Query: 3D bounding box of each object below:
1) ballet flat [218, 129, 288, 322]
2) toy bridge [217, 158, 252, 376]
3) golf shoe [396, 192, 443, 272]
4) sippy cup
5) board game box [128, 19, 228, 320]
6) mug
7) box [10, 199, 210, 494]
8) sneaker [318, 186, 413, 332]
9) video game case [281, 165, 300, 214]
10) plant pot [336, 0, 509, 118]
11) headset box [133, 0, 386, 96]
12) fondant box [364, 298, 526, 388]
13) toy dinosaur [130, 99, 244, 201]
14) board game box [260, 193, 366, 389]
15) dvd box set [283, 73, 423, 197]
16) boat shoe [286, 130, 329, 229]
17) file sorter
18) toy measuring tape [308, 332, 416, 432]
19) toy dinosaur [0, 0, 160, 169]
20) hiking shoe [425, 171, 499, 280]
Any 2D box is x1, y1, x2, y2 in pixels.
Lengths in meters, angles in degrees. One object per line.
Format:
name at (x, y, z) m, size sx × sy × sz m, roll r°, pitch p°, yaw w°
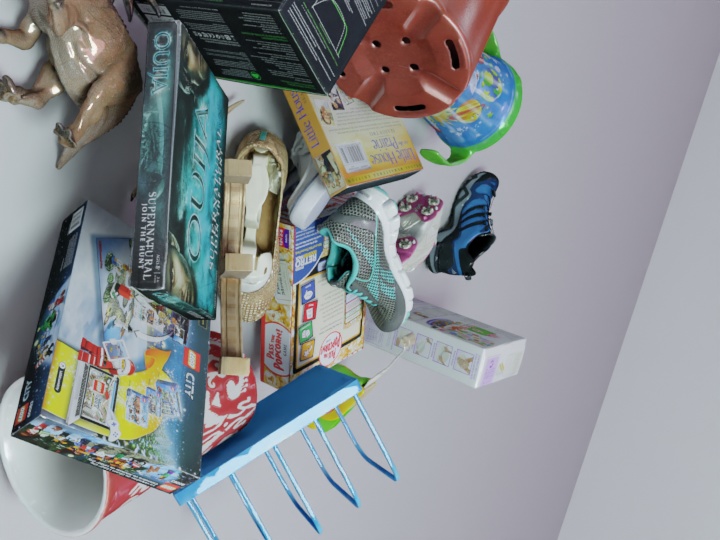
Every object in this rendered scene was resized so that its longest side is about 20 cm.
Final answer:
ballet flat at (-0.113, -0.041, 0.775) m, size 0.065 × 0.070 × 0.202 m, roll -107°, pitch -158°, yaw -81°
toy bridge at (-0.117, -0.004, 0.712) m, size 0.027 × 0.067 × 0.202 m, roll 2°, pitch 82°, yaw -15°
golf shoe at (0.055, -0.022, 1.053) m, size 0.200 × 0.075 × 0.092 m, roll -45°, pitch 143°, yaw -35°
sippy cup at (0.123, -0.239, 1.005) m, size 0.130 × 0.139 × 0.179 m, roll 18°, pitch 51°, yaw -48°
board game box at (-0.137, -0.070, 0.601) m, size 0.135 × 0.028 × 0.202 m, roll 67°, pitch 23°, yaw -77°
mug at (-0.190, 0.109, 0.680) m, size 0.200 × 0.133 × 0.179 m, roll -18°, pitch 122°, yaw -57°
box at (-0.183, 0.057, 0.605) m, size 0.136 × 0.038 × 0.201 m, roll 37°, pitch 34°, yaw -38°
sneaker at (0.000, 0.000, 0.869) m, size 0.091 × 0.077 × 0.201 m, roll -35°, pitch 131°, yaw -25°
video game case at (-0.048, -0.074, 0.914) m, size 0.200 × 0.018 × 0.144 m, roll -49°, pitch 142°, yaw -33°
plant pot at (0.058, -0.271, 0.763) m, size 0.201 × 0.199 × 0.196 m, roll 65°, pitch 36°, yaw -48°
headset box at (-0.064, -0.262, 0.645) m, size 0.201 × 0.173 × 0.093 m, roll -62°, pitch 147°, yaw -19°
fondant box at (0.111, 0.095, 1.075) m, size 0.144 × 0.199 × 0.059 m, roll -2°, pitch 107°, yaw -56°
toy dinosaur at (-0.162, -0.071, 0.720) m, size 0.101 × 0.058 × 0.202 m, roll 3°, pitch 95°, yaw -75°
board game box at (-0.050, 0.022, 0.898) m, size 0.151 × 0.046 × 0.201 m, roll -24°, pitch 124°, yaw -51°
dvd box set at (-0.020, -0.180, 0.788) m, size 0.146 × 0.029 × 0.201 m, roll -23°, pitch 88°, yaw -52°
boat shoe at (-0.044, -0.124, 0.829) m, size 0.074 × 0.065 × 0.201 m, roll -59°, pitch -176°, yaw 46°
file sorter at (-0.081, 0.205, 0.787) m, size 0.199 × 0.139 × 0.123 m, roll -30°, pitch 98°, yaw -17°
toy measuring tape at (-0.014, 0.131, 0.983) m, size 0.200 × 0.074 × 0.073 m, roll -49°, pitch 157°, yaw 24°
toy dinosaur at (-0.197, -0.171, 0.575) m, size 0.136 × 0.085 × 0.201 m, roll -44°, pitch 145°, yaw -48°
hiking shoe at (0.183, -0.068, 1.213) m, size 0.201 × 0.086 × 0.075 m, roll -59°, pitch 146°, yaw -20°
